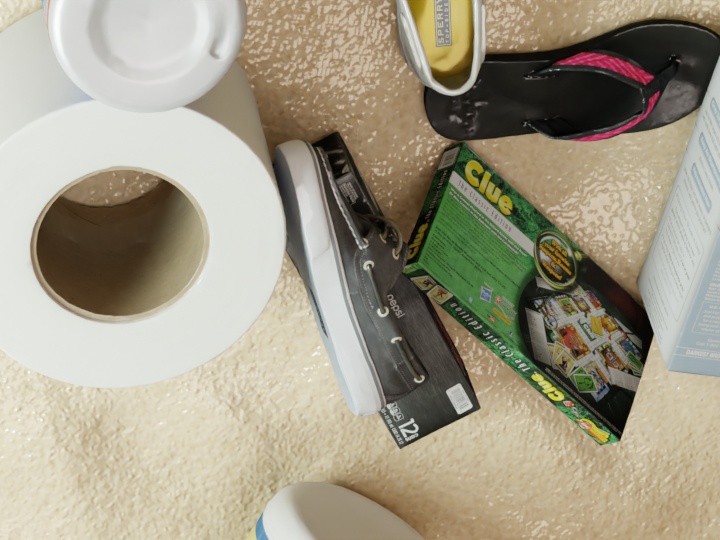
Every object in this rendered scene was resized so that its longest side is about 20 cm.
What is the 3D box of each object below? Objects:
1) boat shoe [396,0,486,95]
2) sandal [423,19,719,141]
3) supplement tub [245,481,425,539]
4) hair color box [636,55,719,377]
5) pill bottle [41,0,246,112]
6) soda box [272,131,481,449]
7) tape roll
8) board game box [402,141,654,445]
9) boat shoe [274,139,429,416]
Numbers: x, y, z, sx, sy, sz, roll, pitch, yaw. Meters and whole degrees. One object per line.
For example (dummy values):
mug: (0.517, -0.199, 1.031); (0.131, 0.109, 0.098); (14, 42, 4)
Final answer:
boat shoe: (0.043, -0.200, 1.686); (0.075, 0.086, 0.202); (-7, 111, -6)
sandal: (0.141, -0.112, 1.778); (0.200, 0.045, 0.075); (-9, 117, -6)
supplement tub: (-0.043, 0.259, 1.874); (0.145, 0.145, 0.200); (25, 109, -21)
hair color box: (0.243, -0.039, 1.788); (0.061, 0.099, 0.200); (7, 124, -14)
pill bottle: (-0.132, -0.178, 1.603); (0.112, 0.200, 0.112); (-4, 118, -8)
soda box: (0.005, 0.014, 1.800); (0.063, 0.071, 0.200); (-26, 118, 4)
tape roll: (-0.152, -0.049, 1.694); (0.202, 0.139, 0.203); (-4, 122, -7)
board game box: (0.113, 0.016, 1.812); (0.200, 0.105, 0.023); (41, 144, -25)
boat shoe: (0.000, 0.000, 1.716); (0.066, 0.070, 0.200); (-21, 118, -8)
